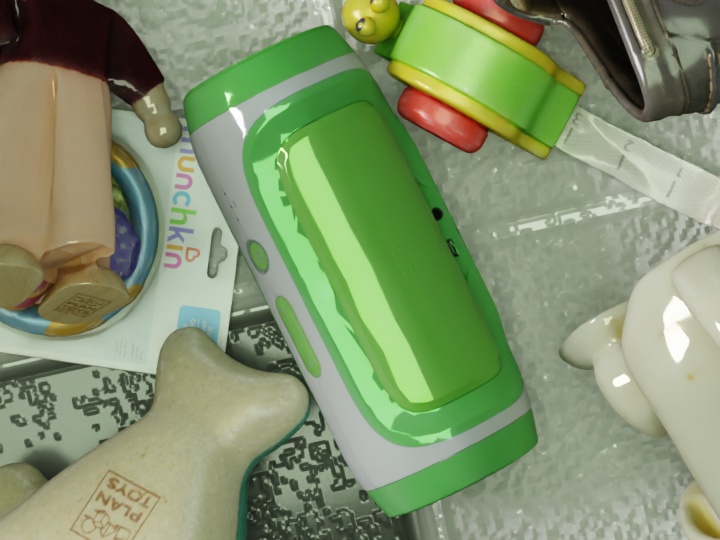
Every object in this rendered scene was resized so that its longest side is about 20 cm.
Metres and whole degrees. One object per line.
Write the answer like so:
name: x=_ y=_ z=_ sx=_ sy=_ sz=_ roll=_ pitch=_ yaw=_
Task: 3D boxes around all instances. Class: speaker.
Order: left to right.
speaker: x=0.000 y=0.000 z=1.043 sx=0.088 sy=0.088 sz=0.200 roll=-26 pitch=90 yaw=4

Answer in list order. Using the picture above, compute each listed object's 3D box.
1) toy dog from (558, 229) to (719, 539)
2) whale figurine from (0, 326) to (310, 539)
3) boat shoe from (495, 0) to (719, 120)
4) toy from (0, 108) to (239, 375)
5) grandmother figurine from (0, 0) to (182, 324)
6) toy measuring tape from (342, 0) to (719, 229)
toy dog: x=0.194 y=0.076 z=0.986 sx=0.139 sy=0.194 sz=0.200 roll=-29 pitch=81 yaw=-5
whale figurine: x=-0.092 y=0.128 z=1.051 sx=0.159 sy=0.104 sz=0.200 roll=23 pitch=77 yaw=26
boat shoe: x=0.088 y=-0.140 z=0.998 sx=0.073 sy=0.075 sz=0.200 roll=-27 pitch=58 yaw=-20
toy: x=-0.154 y=-0.019 z=1.070 sx=0.199 sy=0.047 sz=0.116 roll=8 pitch=93 yaw=4
grandmother figurine: x=-0.127 y=-0.080 z=1.033 sx=0.060 sy=0.121 sz=0.201 roll=-25 pitch=59 yaw=40
toy measuring tape: x=0.081 y=-0.069 z=1.044 sx=0.200 sy=0.074 sz=0.074 roll=29 pitch=93 yaw=2
